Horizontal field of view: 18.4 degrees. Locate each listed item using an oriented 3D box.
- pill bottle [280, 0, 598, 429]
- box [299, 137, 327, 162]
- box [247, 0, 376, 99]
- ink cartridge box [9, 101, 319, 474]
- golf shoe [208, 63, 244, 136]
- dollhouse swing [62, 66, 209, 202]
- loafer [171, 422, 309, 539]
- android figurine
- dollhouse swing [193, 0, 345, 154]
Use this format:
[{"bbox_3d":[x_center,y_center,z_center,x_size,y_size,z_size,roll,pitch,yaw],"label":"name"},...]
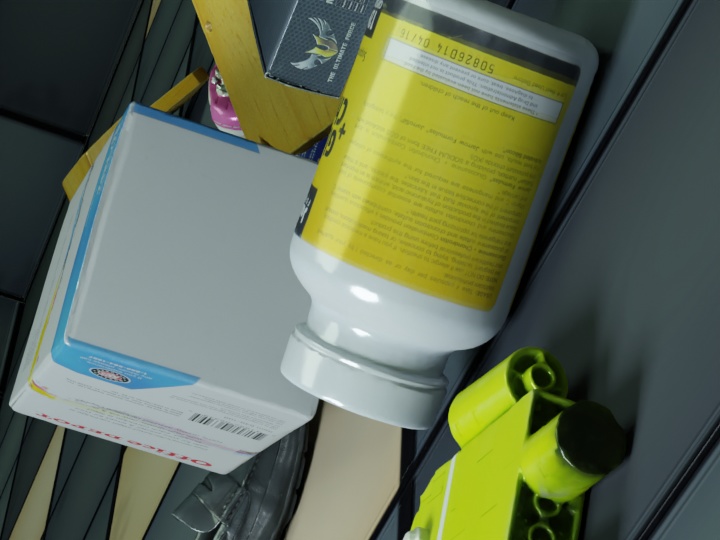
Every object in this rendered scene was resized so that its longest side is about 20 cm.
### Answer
[{"bbox_3d":[0.031,-0.032,1.064,0.112,0.111,0.201,-131,60,-76],"label":"pill bottle"},{"bbox_3d":[-0.020,-0.106,1.597,0.200,0.032,0.122,-140,68,-78],"label":"box"},{"bbox_3d":[-0.007,-0.219,1.227,0.158,0.051,0.201,-105,34,-56],"label":"box"},{"bbox_3d":[-0.104,0.018,1.297,0.200,0.146,0.147,142,144,-67],"label":"ink cartridge box"},{"bbox_3d":[-0.063,-0.138,1.700,0.200,0.075,0.092,-60,-27,-56],"label":"golf shoe"},{"bbox_3d":[-0.228,-0.104,2.513,0.183,0.175,0.200,65,162,1],"label":"dollhouse swing"},{"bbox_3d":[-0.083,0.157,1.398,0.068,0.070,0.202,169,118,-76],"label":"loafer"},{"bbox_3d":[0.050,0.127,0.928,0.200,0.041,0.183,135,151,-61],"label":"android figurine"},{"bbox_3d":[0.016,-0.197,1.453,0.200,0.175,0.183,-30,79,54],"label":"dollhouse swing"}]
